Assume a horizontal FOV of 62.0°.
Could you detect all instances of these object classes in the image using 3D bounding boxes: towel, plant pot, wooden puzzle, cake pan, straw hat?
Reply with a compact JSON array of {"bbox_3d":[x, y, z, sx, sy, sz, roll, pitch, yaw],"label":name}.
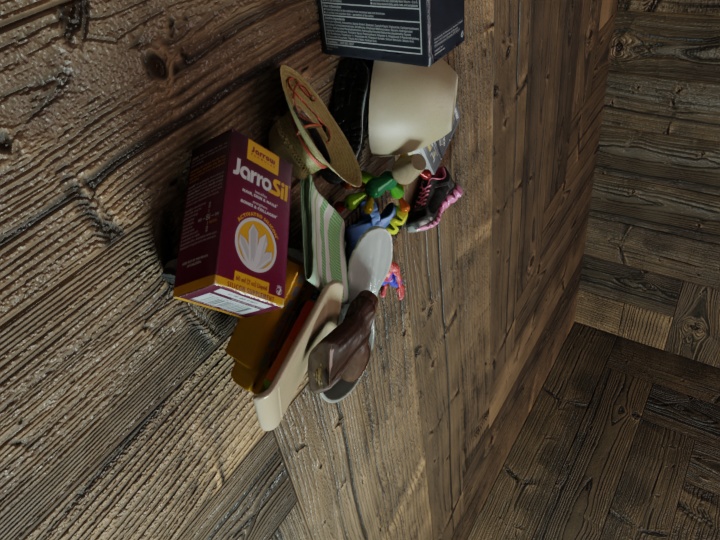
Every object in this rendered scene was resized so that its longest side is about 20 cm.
[{"bbox_3d":[-0.050,-0.037,0.898,0.200,0.023,0.155,52,33,-71],"label":"towel"},{"bbox_3d":[0.096,-0.293,1.030,0.200,0.132,0.204,8,90,-80],"label":"plant pot"},{"bbox_3d":[-0.093,0.125,0.870,0.201,0.037,0.186,-57,170,-26],"label":"wooden puzzle"},{"bbox_3d":[-0.038,0.164,1.208,0.200,0.036,0.203,-36,134,-47],"label":"cake pan"},{"bbox_3d":[-0.086,-0.187,0.877,0.084,0.203,0.200,-30,155,17],"label":"straw hat"}]

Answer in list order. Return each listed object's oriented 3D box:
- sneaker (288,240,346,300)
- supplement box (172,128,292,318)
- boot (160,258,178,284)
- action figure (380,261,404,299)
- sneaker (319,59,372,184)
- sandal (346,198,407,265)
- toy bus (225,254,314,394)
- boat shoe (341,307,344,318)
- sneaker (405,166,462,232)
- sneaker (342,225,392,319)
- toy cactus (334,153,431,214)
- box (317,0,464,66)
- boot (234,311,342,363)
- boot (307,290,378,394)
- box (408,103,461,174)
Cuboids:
[{"bbox_3d":[-0.089,0.016,1.001,0.199,0.074,0.116,-29,127,-54],"label":"sneaker"},{"bbox_3d":[-0.155,-0.055,0.751,0.110,0.085,0.203,24,60,-46],"label":"supplement box"},{"bbox_3d":[-0.190,-0.030,0.830,0.200,0.069,0.134,28,78,-71],"label":"boot"},{"bbox_3d":[0.055,0.018,1.223,0.200,0.064,0.052,64,41,-68],"label":"action figure"},{"bbox_3d":[-0.009,-0.240,1.011,0.087,0.075,0.203,6,100,-66],"label":"sneaker"},{"bbox_3d":[0.004,-0.057,1.144,0.087,0.079,0.202,34,81,-21],"label":"sandal"},{"bbox_3d":[-0.133,0.078,0.869,0.203,0.064,0.078,-66,155,4],"label":"toy bus"},{"bbox_3d":[-0.096,0.134,1.073,0.199,0.068,0.057,-37,144,-38],"label":"boat shoe"},{"bbox_3d":[0.152,-0.163,1.342,0.200,0.078,0.096,-49,121,-37],"label":"sneaker"},{"bbox_3d":[0.000,0.000,1.045,0.116,0.072,0.203,-111,-148,-61],"label":"sneaker"},{"bbox_3d":[0.059,-0.155,1.057,0.198,0.164,0.104,-19,90,-29],"label":"toy cactus"},{"bbox_3d":[0.042,-0.424,0.867,0.123,0.198,0.201,-45,141,-38],"label":"box"},{"bbox_3d":[-0.116,0.112,0.998,0.199,0.089,0.074,-36,132,-49],"label":"boot"},{"bbox_3d":[-0.036,0.147,0.934,0.200,0.063,0.189,-54,156,-59],"label":"boot"},{"bbox_3d":[0.139,-0.322,1.240,0.160,0.048,0.200,-64,149,-14],"label":"box"}]
